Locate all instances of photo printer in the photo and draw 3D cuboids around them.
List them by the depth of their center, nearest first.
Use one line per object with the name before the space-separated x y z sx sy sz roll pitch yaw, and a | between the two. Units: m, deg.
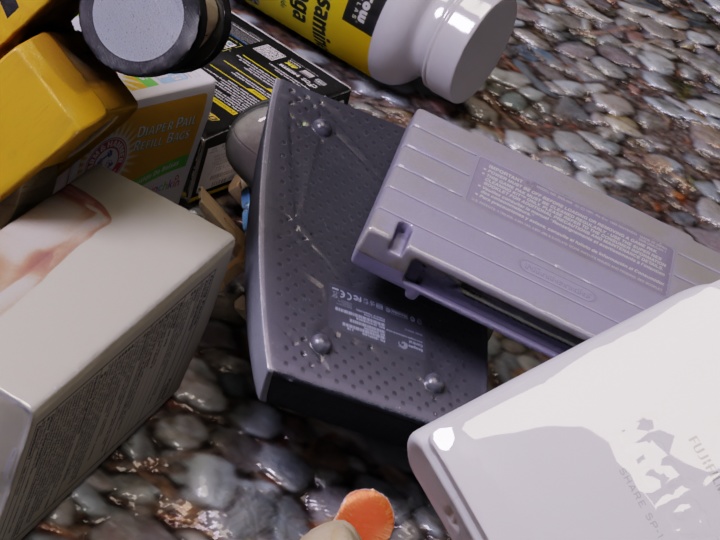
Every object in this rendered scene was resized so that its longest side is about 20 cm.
photo printer | 0.145 0.104 0.931 0.199 0.070 0.167 -25 74 -14

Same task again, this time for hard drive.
hard drive | 0.000 0.000 1.048 0.134 0.042 0.201 20 45 -22

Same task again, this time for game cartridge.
game cartridge | 0.101 -0.003 1.044 0.199 0.039 0.130 26 32 -2

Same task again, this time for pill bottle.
pill bottle | 0.006 -0.203 1.427 0.199 0.113 0.112 32 31 18

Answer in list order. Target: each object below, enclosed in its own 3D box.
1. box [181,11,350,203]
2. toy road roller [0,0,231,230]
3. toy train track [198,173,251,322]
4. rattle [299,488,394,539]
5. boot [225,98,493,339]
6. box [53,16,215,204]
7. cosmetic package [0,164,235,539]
box | -0.128 -0.129 1.280 0.199 0.050 0.159 34 33 22
toy road roller | -0.166 -0.120 0.973 0.146 0.200 0.123 49 7 -2
toy train track | -0.064 -0.008 1.131 0.115 0.032 0.200 49 12 -21
rattle | -0.030 0.175 0.867 0.130 0.143 0.200 46 4 -23
boot | -0.004 -0.008 1.117 0.199 0.068 0.131 39 29 -2
box | -0.197 -0.105 1.141 0.199 0.102 0.112 36 31 23
cosmetic package | -0.148 0.040 0.936 0.087 0.104 0.200 28 29 10
